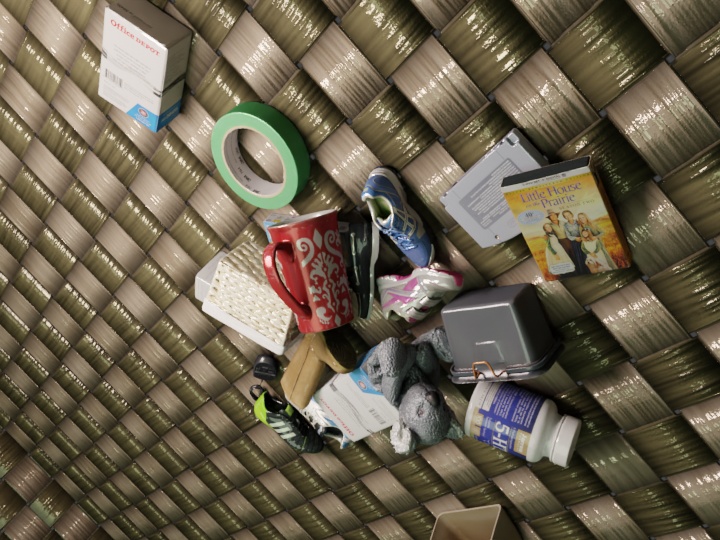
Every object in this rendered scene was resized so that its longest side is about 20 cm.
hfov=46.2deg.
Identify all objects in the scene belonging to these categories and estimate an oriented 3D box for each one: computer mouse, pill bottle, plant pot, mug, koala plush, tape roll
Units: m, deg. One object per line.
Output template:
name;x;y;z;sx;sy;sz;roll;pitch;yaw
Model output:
computer mouse;-0.233;0.256;2.020;0.057;0.035;0.202;13;141;-6
pill bottle;0.304;0.287;1.579;0.197;0.120;0.122;18;133;23
plant pot;0.269;0.666;1.874;0.177;0.202;0.199;43;139;-20
mug;-0.103;0.008;1.541;0.133;0.175;0.204;4;110;63
koala plush;0.111;0.240;1.602;0.203;0.174;0.184;68;150;21
tape roll;-0.188;-0.214;1.587;0.197;0.048;0.203;20;133;23

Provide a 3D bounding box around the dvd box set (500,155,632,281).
dvd box set;0.319;-0.074;1.302;0.144;0.030;0.202;-11;127;32

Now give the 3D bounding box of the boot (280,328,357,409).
boot;-0.089;0.215;1.781;0.176;0.065;0.202;57;132;43

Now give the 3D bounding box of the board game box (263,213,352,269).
board game box;-0.090;-0.037;1.667;0.197;0.034;0.137;9;129;30

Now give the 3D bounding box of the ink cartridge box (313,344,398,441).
ink cartridge box;0.011;0.265;1.802;0.145;0.084;0.199;48;138;-7

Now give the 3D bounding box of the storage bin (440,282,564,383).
storage bin;0.233;0.110;1.484;0.197;0.145;0.137;-11;107;41

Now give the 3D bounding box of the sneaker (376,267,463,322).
sneaker;0.110;0.047;1.533;0.198;0.080;0.090;-15;73;49

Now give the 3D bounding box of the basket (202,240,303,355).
basket;-0.193;0.048;1.675;0.197;0.136;0.125;27;122;13

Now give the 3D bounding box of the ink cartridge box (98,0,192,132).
ink cartridge box;-0.404;-0.386;1.576;0.145;0.084;0.201;34;136;8

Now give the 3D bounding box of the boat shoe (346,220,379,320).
boat shoe;0.000;0.000;1.585;0.059;0.076;0.204;2;113;-3

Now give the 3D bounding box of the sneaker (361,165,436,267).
sneaker;0.063;-0.081;1.488;0.075;0.077;0.201;-20;112;42

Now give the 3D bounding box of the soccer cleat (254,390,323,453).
soccer cleat;-0.169;0.368;2.030;0.198;0.068;0.082;34;131;5

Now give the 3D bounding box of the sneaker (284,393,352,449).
sneaker;-0.097;0.335;1.949;0.198;0.073;0.073;32;139;12

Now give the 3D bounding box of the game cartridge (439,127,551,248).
game cartridge;0.230;-0.124;1.362;0.134;0.040;0.200;48;138;-1

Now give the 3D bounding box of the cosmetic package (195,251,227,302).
cosmetic package;-0.248;0.053;1.810;0.197;0.102;0.075;27;137;14
